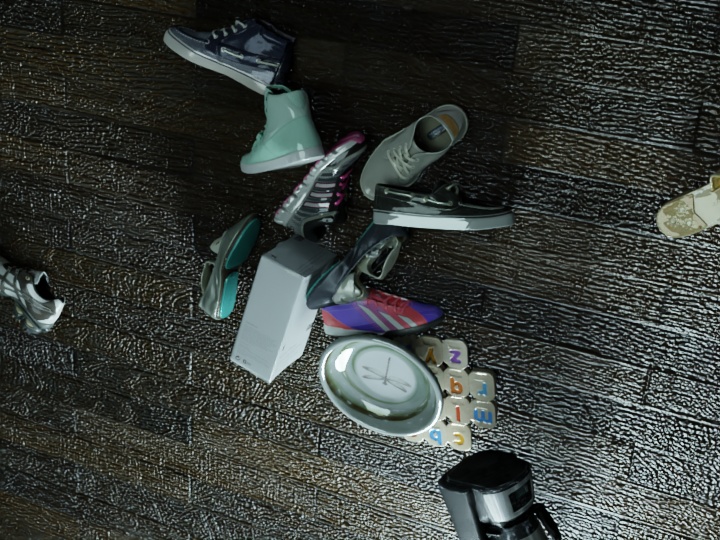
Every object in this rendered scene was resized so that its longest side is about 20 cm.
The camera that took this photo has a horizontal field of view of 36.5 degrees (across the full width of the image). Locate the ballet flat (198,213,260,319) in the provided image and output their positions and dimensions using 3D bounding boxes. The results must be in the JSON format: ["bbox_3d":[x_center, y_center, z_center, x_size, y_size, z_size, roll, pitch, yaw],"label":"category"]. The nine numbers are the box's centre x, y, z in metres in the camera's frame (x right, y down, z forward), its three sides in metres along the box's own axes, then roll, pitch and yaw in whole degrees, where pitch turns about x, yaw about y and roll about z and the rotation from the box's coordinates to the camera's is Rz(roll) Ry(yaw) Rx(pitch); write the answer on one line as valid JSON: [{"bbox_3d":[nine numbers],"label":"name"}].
[{"bbox_3d":[-0.216,-0.013,1.730,0.064,0.067,0.200,32,120,20],"label":"ballet flat"}]

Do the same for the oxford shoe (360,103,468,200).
[{"bbox_3d":[0.067,-0.163,1.537,0.200,0.058,0.075,-36,95,34],"label":"oxford shoe"}]

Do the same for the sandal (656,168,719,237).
[{"bbox_3d":[0.462,-0.095,1.360,0.211,0.070,0.078,-33,93,32],"label":"sandal"}]

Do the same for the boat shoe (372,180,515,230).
[{"bbox_3d":[0.116,-0.092,1.520,0.199,0.071,0.064,3,99,8],"label":"boat shoe"}]

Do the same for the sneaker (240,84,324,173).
[{"bbox_3d":[-0.121,-0.206,1.587,0.200,0.074,0.119,-7,95,57],"label":"sneaker"}]

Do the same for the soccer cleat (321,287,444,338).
[{"bbox_3d":[0.029,0.059,1.638,0.199,0.068,0.073,-4,104,30],"label":"soccer cleat"}]

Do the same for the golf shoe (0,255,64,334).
[{"bbox_3d":[-0.601,0.016,1.936,0.094,0.078,0.200,-43,89,15],"label":"golf shoe"}]

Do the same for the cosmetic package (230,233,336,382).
[{"bbox_3d":[-0.120,0.056,1.683,0.081,0.113,0.200,29,122,14],"label":"cosmetic package"}]

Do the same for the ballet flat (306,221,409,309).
[{"bbox_3d":[0.000,0.000,1.599,0.073,0.073,0.200,44,104,5],"label":"ballet flat"}]

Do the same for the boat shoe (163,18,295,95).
[{"bbox_3d":[-0.186,-0.335,1.591,0.200,0.075,0.093,26,114,6],"label":"boat shoe"}]

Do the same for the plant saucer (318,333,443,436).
[{"bbox_3d":[0.036,0.162,1.644,0.200,0.050,0.201,15,133,16],"label":"plant saucer"}]

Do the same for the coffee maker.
[{"bbox_3d":[0.193,0.385,1.643,0.192,0.135,0.201,-12,103,30],"label":"coffee maker"}]

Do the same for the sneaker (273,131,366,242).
[{"bbox_3d":[-0.041,-0.117,1.601,0.087,0.074,0.200,41,120,-2],"label":"sneaker"}]

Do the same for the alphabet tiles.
[{"bbox_3d":[0.112,0.183,1.668,0.199,0.015,0.196,6,118,24],"label":"alphabet tiles"}]
